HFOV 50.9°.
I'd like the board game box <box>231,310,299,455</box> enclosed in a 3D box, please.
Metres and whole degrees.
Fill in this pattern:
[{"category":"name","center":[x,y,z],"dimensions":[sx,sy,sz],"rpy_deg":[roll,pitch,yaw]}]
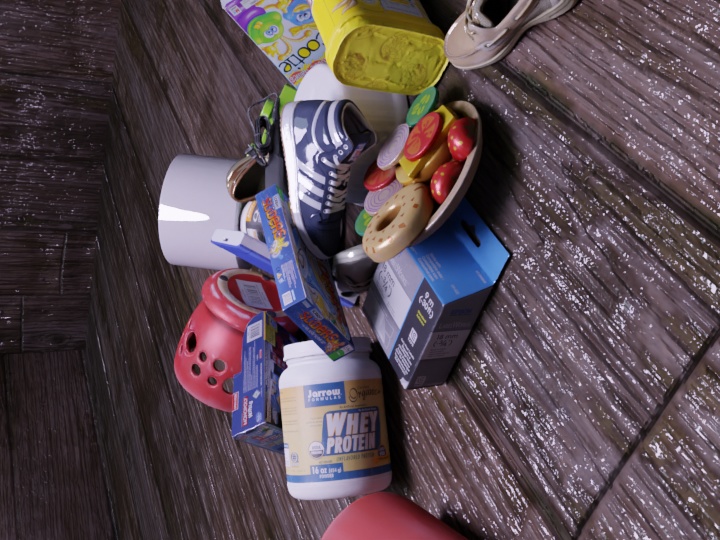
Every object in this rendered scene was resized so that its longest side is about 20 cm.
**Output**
[{"category":"board game box","center":[-0.110,0.199,1.151],"dimensions":[0.061,0.200,0.201],"rpy_deg":[-25,43,18]}]

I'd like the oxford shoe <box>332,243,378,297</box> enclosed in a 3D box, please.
[{"category":"oxford shoe","center":[0.000,0.000,1.001],"dimensions":[0.200,0.074,0.058],"rpy_deg":[125,130,-78]}]

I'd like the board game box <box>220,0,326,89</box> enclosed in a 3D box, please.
[{"category":"board game box","center":[-0.107,-0.370,1.072],"dimensions":[0.102,0.200,0.106],"rpy_deg":[-25,62,16]}]

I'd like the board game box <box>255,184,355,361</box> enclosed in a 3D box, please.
[{"category":"board game box","center":[-0.072,0.002,0.971],"dimensions":[0.034,0.136,0.201],"rpy_deg":[-27,50,10]}]

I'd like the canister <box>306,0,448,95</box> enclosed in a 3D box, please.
[{"category":"canister","center":[0.010,-0.318,0.931],"dimensions":[0.087,0.147,0.202],"rpy_deg":[-60,39,43]}]

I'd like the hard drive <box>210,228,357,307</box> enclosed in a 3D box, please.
[{"category":"hard drive","center":[-0.114,-0.004,1.120],"dimensions":[0.132,0.199,0.026],"rpy_deg":[11,74,61]}]

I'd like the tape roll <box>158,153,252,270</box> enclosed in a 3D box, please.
[{"category":"tape roll","center":[-0.260,-0.103,1.359],"dimensions":[0.203,0.137,0.206],"rpy_deg":[6,-90,-83]}]

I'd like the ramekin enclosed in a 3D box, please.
[{"category":"ramekin","center":[-0.023,-0.190,1.044],"dimensions":[0.200,0.097,0.203],"rpy_deg":[4,95,62]}]

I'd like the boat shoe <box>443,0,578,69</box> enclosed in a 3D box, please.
[{"category":"boat shoe","center":[0.138,-0.265,0.774],"dimensions":[0.199,0.064,0.073],"rpy_deg":[-13,79,61]}]

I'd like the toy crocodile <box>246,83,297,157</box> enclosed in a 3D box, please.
[{"category":"toy crocodile","center":[-0.146,-0.216,1.257],"dimensions":[0.062,0.067,0.202],"rpy_deg":[153,137,-75]}]

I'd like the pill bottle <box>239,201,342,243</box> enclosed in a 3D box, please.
[{"category":"pill bottle","center":[-0.118,-0.073,1.207],"dimensions":[0.199,0.115,0.118],"rpy_deg":[10,99,62]}]

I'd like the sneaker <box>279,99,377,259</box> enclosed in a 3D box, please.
[{"category":"sneaker","center":[-0.031,-0.112,0.931],"dimensions":[0.107,0.070,0.203],"rpy_deg":[-2,106,32]}]

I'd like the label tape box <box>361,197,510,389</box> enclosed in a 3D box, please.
[{"category":"label tape box","center":[0.079,0.017,0.892],"dimensions":[0.145,0.063,0.202],"rpy_deg":[60,141,43]}]

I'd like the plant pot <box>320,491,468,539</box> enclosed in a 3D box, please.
[{"category":"plant pot","center":[0.066,0.360,0.812],"dimensions":[0.176,0.199,0.203],"rpy_deg":[3,93,52]}]

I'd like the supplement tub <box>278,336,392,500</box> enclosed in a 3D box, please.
[{"category":"supplement tub","center":[-0.036,0.199,1.028],"dimensions":[0.144,0.143,0.203],"rpy_deg":[-23,71,60]}]

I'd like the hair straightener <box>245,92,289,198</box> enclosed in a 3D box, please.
[{"category":"hair straightener","center":[-0.129,-0.175,1.091],"dimensions":[0.041,0.077,0.203],"rpy_deg":[-21,63,34]}]

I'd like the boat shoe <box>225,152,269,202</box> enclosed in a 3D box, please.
[{"category":"boat shoe","center":[-0.124,-0.170,1.175],"dimensions":[0.199,0.076,0.074],"rpy_deg":[-39,25,11]}]

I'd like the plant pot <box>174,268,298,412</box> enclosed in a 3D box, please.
[{"category":"plant pot","center":[-0.198,0.111,1.287],"dimensions":[0.201,0.198,0.184],"rpy_deg":[54,126,47]}]

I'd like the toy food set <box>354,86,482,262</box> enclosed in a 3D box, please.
[{"category":"toy food set","center":[0.061,-0.110,0.864],"dimensions":[0.201,0.048,0.199],"rpy_deg":[-53,26,17]}]
